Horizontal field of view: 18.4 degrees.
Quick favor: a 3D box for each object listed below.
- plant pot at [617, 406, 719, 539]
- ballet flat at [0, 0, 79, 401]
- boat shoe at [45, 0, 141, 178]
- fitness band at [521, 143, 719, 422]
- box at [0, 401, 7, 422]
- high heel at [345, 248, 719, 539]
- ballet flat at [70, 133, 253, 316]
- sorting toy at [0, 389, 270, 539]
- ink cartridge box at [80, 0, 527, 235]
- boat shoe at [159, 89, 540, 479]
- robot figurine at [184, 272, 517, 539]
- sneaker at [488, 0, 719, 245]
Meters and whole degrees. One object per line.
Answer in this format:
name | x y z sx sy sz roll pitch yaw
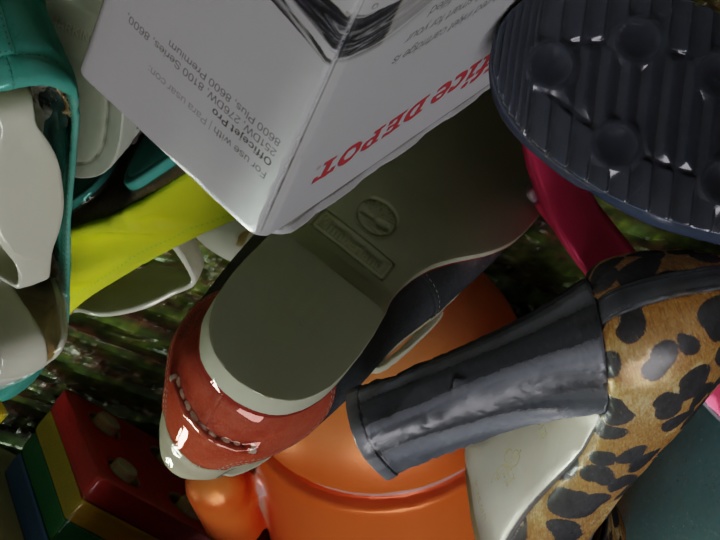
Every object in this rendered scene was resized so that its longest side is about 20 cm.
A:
plant pot | 0.187 0.079 0.880 0.199 0.201 0.135 -5 113 0
ballet flat | -0.124 -0.007 0.731 0.067 0.071 0.201 -12 137 -19
boat shoe | -0.074 -0.120 0.705 0.071 0.061 0.202 30 136 8
fitness band | 0.143 -0.032 0.766 0.144 0.037 0.200 -41 101 6
box | -0.198 -0.013 0.709 0.070 0.201 0.064 -16 157 -49
high heel | 0.098 0.056 0.759 0.142 0.072 0.200 -23 152 18
ballet flat | -0.069 -0.025 0.800 0.199 0.067 0.067 -26 120 36
sorting toy | -0.059 0.150 0.927 0.198 0.200 0.070 33 103 -31
ink cartridge box | 0.016 -0.125 0.630 0.084 0.144 0.200 42 137 14
boat shoe | 0.000 0.000 0.769 0.071 0.200 0.063 39 137 6
robot figurine | 0.011 0.068 0.886 0.143 0.117 0.201 7 140 12
sneaker | 0.129 -0.034 0.703 0.199 0.071 0.082 19 176 -7
